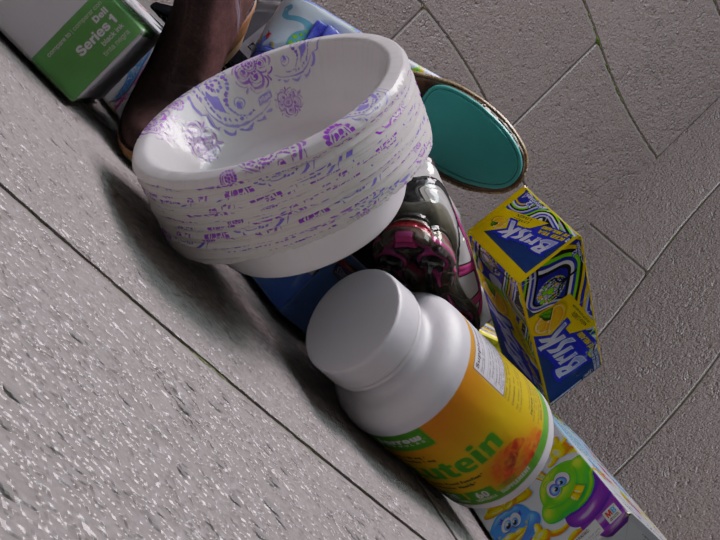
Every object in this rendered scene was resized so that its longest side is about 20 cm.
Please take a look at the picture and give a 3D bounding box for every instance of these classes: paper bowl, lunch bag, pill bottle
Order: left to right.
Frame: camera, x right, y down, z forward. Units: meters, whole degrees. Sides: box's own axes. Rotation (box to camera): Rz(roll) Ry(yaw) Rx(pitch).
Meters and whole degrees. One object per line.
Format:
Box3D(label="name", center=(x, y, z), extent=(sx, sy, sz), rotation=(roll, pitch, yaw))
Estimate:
Box3D(label="paper bowl", center=(-0.047, -0.072, 0.823), extent=(0.105, 0.199, 0.201), rotation=(68, -7, -28))
Box3D(label="lunch bag", center=(-0.007, -0.147, 1.053), extent=(0.199, 0.083, 0.161), rotation=(29, -16, -6))
Box3D(label="pill bottle", center=(0.050, 0.086, 0.884), extent=(0.200, 0.111, 0.111), rotation=(43, 5, -39))

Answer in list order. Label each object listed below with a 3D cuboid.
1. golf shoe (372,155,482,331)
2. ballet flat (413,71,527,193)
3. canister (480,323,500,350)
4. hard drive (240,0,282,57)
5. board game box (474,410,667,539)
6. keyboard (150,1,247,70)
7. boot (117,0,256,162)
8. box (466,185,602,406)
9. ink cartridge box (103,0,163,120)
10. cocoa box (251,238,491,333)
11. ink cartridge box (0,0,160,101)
Box3D(label="golf shoe", center=(0.060, -0.007, 0.930), extent=(0.072, 0.093, 0.201), rotation=(4, -30, 12))
Box3D(label="ballet flat", center=(0.041, -0.123, 0.936), extent=(0.199, 0.071, 0.065), rotation=(31, 5, 3))
Box3D(label="canister", center=(0.112, 0.096, 1.394), extent=(0.147, 0.087, 0.200), rotation=(23, 5, -6))
Box3D(label="hard drive", center=(-0.123, -0.204, 1.273), extent=(0.140, 0.199, 0.038), rotation=(44, 20, -35))
Box3D(label="board game box", center=(0.167, 0.204, 0.992), extent=(0.105, 0.103, 0.200), rotation=(43, 6, -28))
Box3D(label="keyboard", center=(-0.125, -0.184, 1.169), extent=(0.103, 0.040, 0.200), rotation=(19, -13, 35))
Box3D(label="boot", center=(-0.138, -0.198, 0.944), extent=(0.072, 0.201, 0.167), rotation=(19, -39, 7))
Box3D(label="box", center=(0.146, 0.027, 0.980), extent=(0.070, 0.064, 0.201), rotation=(48, -11, 36))
Box3D(label="ink cartridge box", center=(-0.167, -0.149, 1.114), extent=(0.200, 0.083, 0.146), rotation=(49, 5, 29))
Box3D(label="cocoa box", center=(0.000, 0.000, 1.040), extent=(0.200, 0.131, 0.133), rotation=(42, 4, -45))
Box3D(label="ink cartridge box", center=(-0.263, -0.235, 0.961), extent=(0.200, 0.084, 0.146), rotation=(46, 4, -9))
